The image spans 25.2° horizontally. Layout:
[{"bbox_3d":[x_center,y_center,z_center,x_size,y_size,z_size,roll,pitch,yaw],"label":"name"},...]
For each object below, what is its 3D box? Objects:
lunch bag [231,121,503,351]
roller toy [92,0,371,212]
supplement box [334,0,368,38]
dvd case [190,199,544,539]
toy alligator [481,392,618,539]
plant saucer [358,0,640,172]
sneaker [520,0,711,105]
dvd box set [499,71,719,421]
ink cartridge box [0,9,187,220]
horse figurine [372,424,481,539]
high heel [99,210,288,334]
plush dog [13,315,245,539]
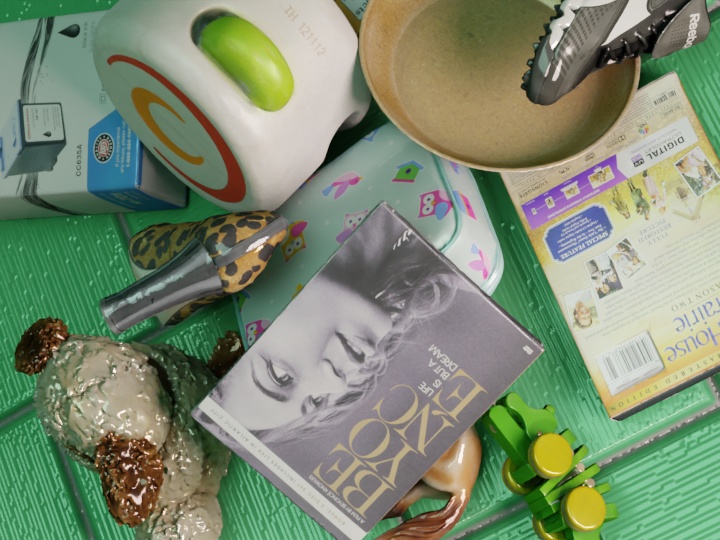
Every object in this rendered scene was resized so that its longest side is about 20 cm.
[{"bbox_3d":[0.000,0.000,1.152,0.199,0.077,0.161,-36,45,16],"label":"lunch bag"},{"bbox_3d":[-0.090,-0.148,1.163,0.199,0.183,0.140,29,65,35],"label":"roller toy"},{"bbox_3d":[0.052,-0.257,1.202,0.200,0.066,0.069,-45,70,12],"label":"supplement box"},{"bbox_3d":[0.003,0.074,1.086,0.148,0.016,0.200,41,105,-8],"label":"dvd case"},{"bbox_3d":[0.126,0.122,1.113,0.054,0.059,0.201,-28,81,-26],"label":"toy alligator"},{"bbox_3d":[0.096,-0.147,1.135,0.197,0.036,0.202,2,62,-3],"label":"plant saucer"},{"bbox_3d":[0.190,-0.175,1.099,0.090,0.067,0.200,36,65,13],"label":"sneaker"},{"bbox_3d":[0.199,-0.017,1.120,0.145,0.029,0.202,-29,71,16],"label":"dvd box set"},{"bbox_3d":[-0.241,-0.123,1.299,0.198,0.086,0.148,-3,81,22],"label":"ink cartridge box"},{"bbox_3d":[0.040,0.110,1.157,0.131,0.050,0.203,-10,72,15],"label":"horse figurine"},{"bbox_3d":[-0.103,-0.016,1.178,0.141,0.200,0.072,-27,101,11],"label":"high heel"},{"bbox_3d":[-0.167,0.104,1.183,0.161,0.171,0.200,-48,67,9],"label":"plush dog"}]
